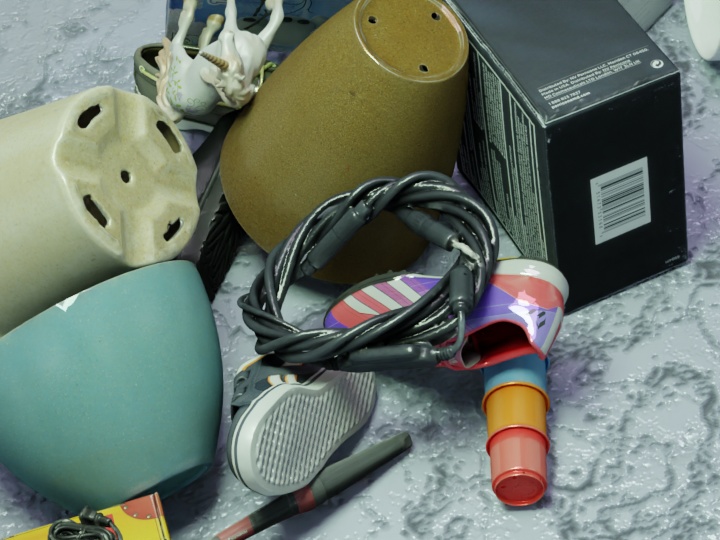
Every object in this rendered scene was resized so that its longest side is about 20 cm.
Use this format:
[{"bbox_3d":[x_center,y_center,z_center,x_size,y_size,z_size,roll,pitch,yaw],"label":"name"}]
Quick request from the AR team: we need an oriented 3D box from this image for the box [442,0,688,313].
[{"bbox_3d":[0.157,-0.116,1.731,0.122,0.201,0.199,-22,46,-12],"label":"box"}]

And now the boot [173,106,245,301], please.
[{"bbox_3d":[-0.170,-0.066,1.823,0.156,0.080,0.212,9,48,19],"label":"boot"}]

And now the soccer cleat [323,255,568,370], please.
[{"bbox_3d":[0.056,0.042,1.633,0.198,0.068,0.074,-10,47,27],"label":"soccer cleat"}]

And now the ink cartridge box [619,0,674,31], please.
[{"bbox_3d":[0.218,-0.284,1.887,0.050,0.201,0.109,25,54,30],"label":"ink cartridge box"}]

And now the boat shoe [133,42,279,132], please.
[{"bbox_3d":[-0.104,-0.153,1.912,0.200,0.061,0.072,10,46,19],"label":"boat shoe"}]

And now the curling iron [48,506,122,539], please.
[{"bbox_3d":[-0.255,0.196,1.497,0.198,0.026,0.050,-10,41,5],"label":"curling iron"}]

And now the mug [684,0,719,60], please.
[{"bbox_3d":[0.374,-0.231,1.867,0.173,0.148,0.202,-5,74,-5],"label":"mug"}]

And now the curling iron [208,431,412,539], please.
[{"bbox_3d":[-0.040,0.168,1.597,0.199,0.050,0.025,-34,50,-30],"label":"curling iron"}]

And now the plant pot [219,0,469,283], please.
[{"bbox_3d":[0.008,-0.122,1.720,0.185,0.200,0.188,11,54,-16],"label":"plant pot"}]

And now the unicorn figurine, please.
[{"bbox_3d":[-0.112,-0.173,1.786,0.073,0.200,0.139,18,62,-15],"label":"unicorn figurine"}]

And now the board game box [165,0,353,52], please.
[{"bbox_3d":[-0.062,-0.241,1.870,0.197,0.200,0.044,4,71,-6],"label":"board game box"}]

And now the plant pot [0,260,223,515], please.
[{"bbox_3d":[-0.177,0.101,1.603,0.199,0.200,0.136,-26,80,-16],"label":"plant pot"}]

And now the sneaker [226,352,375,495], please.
[{"bbox_3d":[-0.062,0.109,1.603,0.079,0.079,0.200,2,12,24],"label":"sneaker"}]

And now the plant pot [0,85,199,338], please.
[{"bbox_3d":[-0.222,-0.041,1.627,0.183,0.201,0.201,-21,32,41],"label":"plant pot"}]

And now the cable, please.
[{"bbox_3d":[0.000,0.000,1.618,0.198,0.051,0.164,-6,57,25],"label":"cable"}]

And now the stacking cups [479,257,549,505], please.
[{"bbox_3d":[0.118,0.084,1.646,0.060,0.061,0.201,-5,49,4],"label":"stacking cups"}]

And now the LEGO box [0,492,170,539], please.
[{"bbox_3d":[-0.181,0.264,1.496,0.148,0.078,0.201,-15,44,-6],"label":"LEGO box"}]
